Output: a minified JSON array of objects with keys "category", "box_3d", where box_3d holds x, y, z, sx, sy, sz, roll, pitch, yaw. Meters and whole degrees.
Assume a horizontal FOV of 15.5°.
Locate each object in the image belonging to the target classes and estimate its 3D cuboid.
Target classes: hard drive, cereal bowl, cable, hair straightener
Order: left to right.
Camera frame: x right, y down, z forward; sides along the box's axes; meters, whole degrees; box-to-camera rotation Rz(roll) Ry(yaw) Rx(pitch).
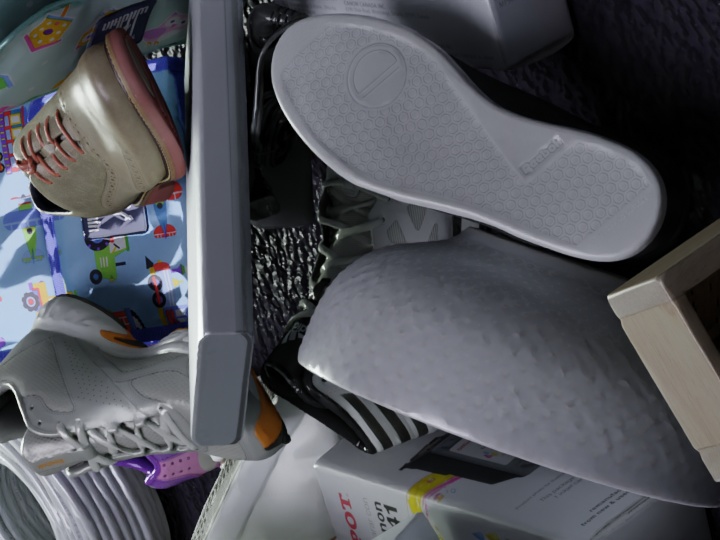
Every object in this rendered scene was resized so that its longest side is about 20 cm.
[{"category":"cable","box_3d":[-0.202,0.149,1.731,0.200,0.069,0.200,-23,97,58]},{"category":"hard drive","box_3d":[-0.069,-0.034,1.259,0.132,0.026,0.200,101,167,-64]},{"category":"hair straightener","box_3d":[-0.036,-0.064,1.273,0.200,0.041,0.077,102,166,-66]},{"category":"cereal bowl","box_3d":[0.078,0.034,1.165,0.200,0.200,0.083,21,92,45]}]

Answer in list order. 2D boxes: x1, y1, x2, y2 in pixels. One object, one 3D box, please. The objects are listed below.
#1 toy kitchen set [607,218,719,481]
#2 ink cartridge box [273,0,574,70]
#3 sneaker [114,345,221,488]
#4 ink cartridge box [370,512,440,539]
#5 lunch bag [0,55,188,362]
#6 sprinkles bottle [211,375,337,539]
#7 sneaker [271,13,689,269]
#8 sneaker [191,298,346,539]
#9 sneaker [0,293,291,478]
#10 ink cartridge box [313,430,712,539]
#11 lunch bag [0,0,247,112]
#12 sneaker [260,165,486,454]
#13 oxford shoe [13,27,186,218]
[{"category":"toy kitchen set","box_3d":[0.237,0.016,0.903,0.163,0.180,0.200,59,153,-2]},{"category":"ink cartridge box","box_3d":[0.004,-0.191,1.183,0.163,0.057,0.200,12,121,50]},{"category":"sneaker","box_3d":[-0.145,0.068,1.568,0.200,0.088,0.081,31,140,39]},{"category":"ink cartridge box","box_3d":[0.037,0.224,1.222,0.200,0.085,0.145,56,-169,1]},{"category":"lunch bag","box_3d":[-0.141,-0.031,1.464,0.200,0.094,0.151,-10,88,40]},{"category":"sprinkles bottle","box_3d":[-0.015,0.151,1.474,0.200,0.068,0.068,59,148,0]},{"category":"sneaker","box_3d":[0.056,-0.051,1.157,0.200,0.099,0.071,26,93,24]},{"category":"sneaker","box_3d":[-0.018,0.089,1.403,0.085,0.073,0.200,22,109,-9]},{"category":"sneaker","box_3d":[-0.121,0.078,1.354,0.200,0.092,0.076,11,138,47]},{"category":"ink cartridge box","box_3d":[0.085,0.156,1.325,0.200,0.086,0.148,11,126,48]},{"category":"lunch bag","box_3d":[-0.140,-0.176,1.275,0.122,0.170,0.200,36,143,44]},{"category":"sneaker","box_3d":[0.000,0.000,1.281,0.076,0.115,0.201,12,125,50]},{"category":"oxford shoe","box_3d":[-0.132,-0.061,1.303,0.200,0.075,0.070,107,140,-74]}]
